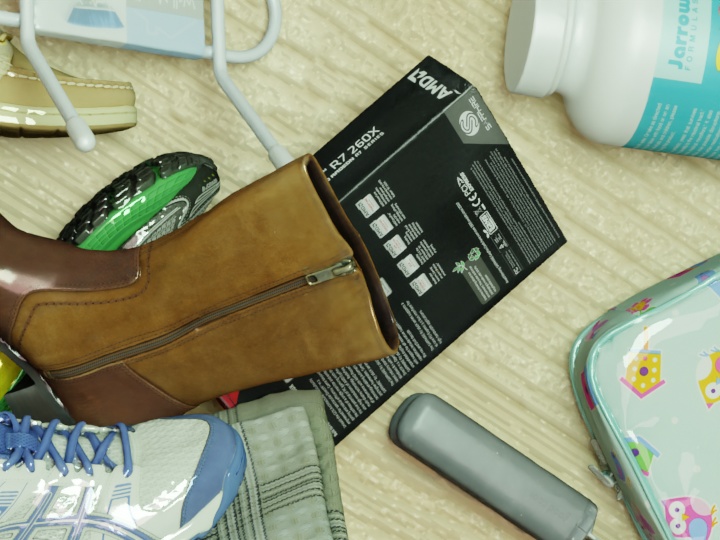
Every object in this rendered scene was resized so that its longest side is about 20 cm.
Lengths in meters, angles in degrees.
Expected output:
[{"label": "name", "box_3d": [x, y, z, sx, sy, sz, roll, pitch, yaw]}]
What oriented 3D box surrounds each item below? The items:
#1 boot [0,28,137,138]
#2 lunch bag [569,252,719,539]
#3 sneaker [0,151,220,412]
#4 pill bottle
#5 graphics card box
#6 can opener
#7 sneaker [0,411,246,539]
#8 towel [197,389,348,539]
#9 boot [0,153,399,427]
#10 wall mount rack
[{"label": "boot", "box_3d": [-0.206, -0.150, 1.238, 0.199, 0.073, 0.156, 8, 86, -6]}, {"label": "lunch bag", "box_3d": [0.217, 0.070, 1.294, 0.200, 0.077, 0.161, -27, 94, -8]}, {"label": "sneaker", "box_3d": [-0.134, 0.025, 1.249, 0.085, 0.078, 0.200, 35, 93, -13]}, {"label": "pill bottle", "box_3d": [0.180, -0.115, 1.275, 0.199, 0.111, 0.111, 6, 88, -9]}, {"label": "graphics card box", "box_3d": [0.000, 0.000, 1.247, 0.200, 0.051, 0.126, -41, 128, -6]}, {"label": "can opener", "box_3d": [0.094, 0.144, 1.285, 0.200, 0.053, 0.067, 34, 83, -6]}, {"label": "sneaker", "box_3d": [-0.152, 0.101, 1.115, 0.199, 0.075, 0.088, -20, 125, -4]}, {"label": "towel", "box_3d": [-0.100, 0.138, 1.138, 0.192, 0.200, 0.035, -18, 124, 4]}, {"label": "boot", "box_3d": [-0.106, -0.007, 1.124, 0.200, 0.069, 0.189, -21, 107, 27]}, {"label": "wall mount rack", "box_3d": [-0.106, -0.126, 1.206, 0.200, 0.075, 0.174, 6, 72, -34]}]
